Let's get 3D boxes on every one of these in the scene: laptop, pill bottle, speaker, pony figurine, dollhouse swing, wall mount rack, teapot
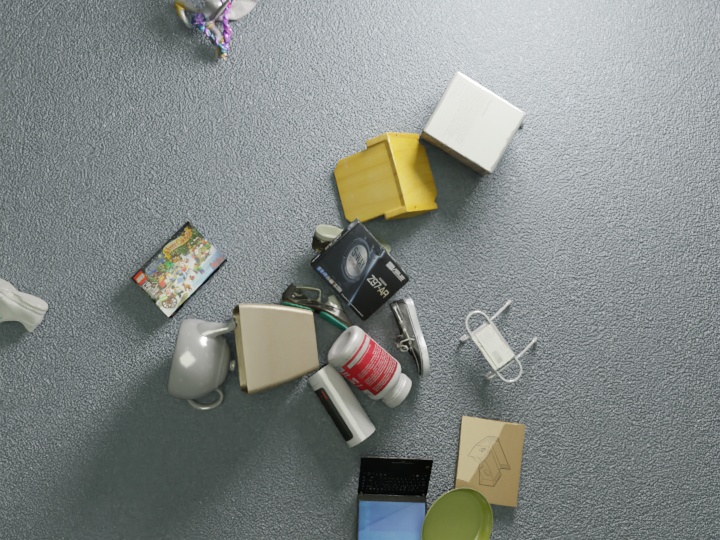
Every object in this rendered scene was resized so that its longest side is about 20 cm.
[{"bbox_3d":[0.081,0.553,1.586,0.174,0.104,0.203,3,121,-4],"label":"laptop"},{"bbox_3d":[0.025,0.237,1.606,0.200,0.112,0.113,42,83,-13],"label":"pill bottle"},{"bbox_3d":[-0.047,0.323,1.618,0.081,0.081,0.202,-32,88,-6],"label":"speaker"},{"bbox_3d":[-0.366,-0.662,1.681,0.200,0.167,0.193,47,115,-1],"label":"pony figurine"},{"bbox_3d":[0.064,-0.224,1.706,0.180,0.174,0.203,-10,82,-46],"label":"dollhouse swing"},{"bbox_3d":[0.350,0.173,1.667,0.173,0.075,0.201,-35,87,-3],"label":"wall mount rack"},{"bbox_3d":[-0.367,0.217,1.564,0.144,0.200,0.201,12,72,-13],"label":"teapot"}]

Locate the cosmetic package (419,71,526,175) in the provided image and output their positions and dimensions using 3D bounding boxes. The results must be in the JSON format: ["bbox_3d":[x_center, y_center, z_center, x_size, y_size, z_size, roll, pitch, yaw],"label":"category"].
[{"bbox_3d":[0.273,-0.360,1.651,0.198,0.167,0.168,31,97,0],"label":"cosmetic package"}]

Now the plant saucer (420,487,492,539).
[{"bbox_3d":[0.228,0.616,1.603,0.197,0.031,0.204,-3,97,-22],"label":"plant saucer"}]

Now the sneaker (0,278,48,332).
[{"bbox_3d":[-0.862,0.078,1.600,0.198,0.075,0.089,29,95,-2],"label":"sneaker"}]

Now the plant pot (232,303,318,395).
[{"bbox_3d":[-0.200,0.176,1.575,0.174,0.200,0.203,-6,84,-15],"label":"plant pot"}]

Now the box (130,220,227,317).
[{"bbox_3d":[-0.447,-0.003,1.647,0.136,0.038,0.200,43,83,1],"label":"box"}]

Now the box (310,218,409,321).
[{"bbox_3d":[0.000,0.000,1.626,0.160,0.044,0.200,-41,108,6],"label":"box"}]

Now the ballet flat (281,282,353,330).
[{"bbox_3d":[-0.098,0.085,1.649,0.197,0.068,0.069,24,74,-1],"label":"ballet flat"}]

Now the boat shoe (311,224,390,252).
[{"bbox_3d":[-0.024,-0.061,1.671,0.198,0.072,0.061,14,124,-14],"label":"boat shoe"}]

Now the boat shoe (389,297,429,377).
[{"bbox_3d":[0.119,0.170,1.647,0.067,0.074,0.203,-14,85,-9],"label":"boat shoe"}]

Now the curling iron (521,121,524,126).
[{"bbox_3d":[0.334,-0.401,1.744,0.196,0.026,0.050,11,94,-2],"label":"curling iron"}]

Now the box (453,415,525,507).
[{"bbox_3d":[0.319,0.474,1.655,0.160,0.021,0.204,8,84,-2],"label":"box"}]
